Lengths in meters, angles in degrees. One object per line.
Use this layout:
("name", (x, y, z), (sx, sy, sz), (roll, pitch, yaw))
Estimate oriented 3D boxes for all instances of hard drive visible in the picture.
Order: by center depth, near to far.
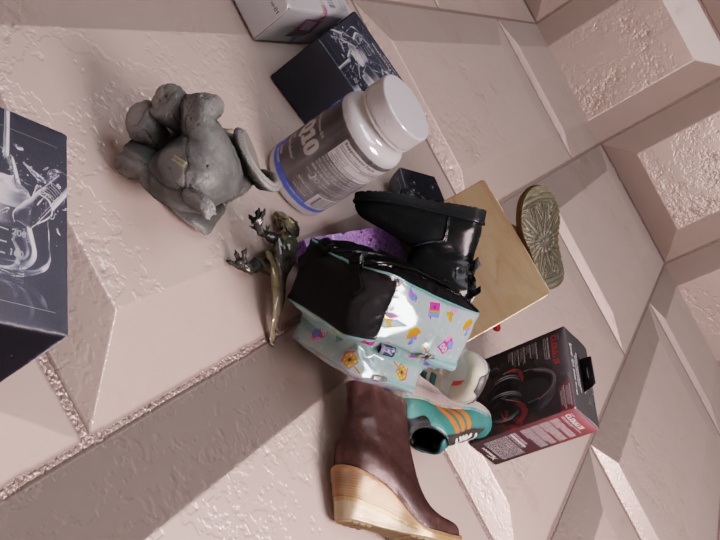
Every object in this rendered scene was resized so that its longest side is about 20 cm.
("hard drive", (0.116, -0.070, 1.281), (0.135, 0.042, 0.201), (3, 65, -56))

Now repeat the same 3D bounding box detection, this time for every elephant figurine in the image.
("elephant figurine", (-0.157, -0.114, 0.842), (0.200, 0.141, 0.156), (30, 70, -65))

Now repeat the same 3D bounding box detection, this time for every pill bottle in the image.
("pill bottle", (-0.016, -0.166, 1.008), (0.114, 0.199, 0.114), (36, 39, -36))

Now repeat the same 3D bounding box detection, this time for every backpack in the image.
("backpack", (0.031, 0.057, 0.889), (0.199, 0.175, 0.154), (13, 94, -37))

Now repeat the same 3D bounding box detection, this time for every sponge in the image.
("sponge", (0.000, 0.000, 1.037), (0.200, 0.030, 0.112), (-14, 80, -50))

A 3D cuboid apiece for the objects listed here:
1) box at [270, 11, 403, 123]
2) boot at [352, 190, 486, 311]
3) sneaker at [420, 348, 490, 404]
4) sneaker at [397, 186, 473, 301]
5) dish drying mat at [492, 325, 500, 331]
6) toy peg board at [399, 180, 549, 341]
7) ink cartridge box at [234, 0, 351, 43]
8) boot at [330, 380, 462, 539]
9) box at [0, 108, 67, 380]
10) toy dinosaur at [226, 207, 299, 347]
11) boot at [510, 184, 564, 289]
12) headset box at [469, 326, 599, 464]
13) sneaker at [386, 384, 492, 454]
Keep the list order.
("box", (-0.014, -0.277, 1.194), (0.200, 0.104, 0.182), (52, 33, -15))
("boot", (0.073, -0.016, 1.022), (0.073, 0.197, 0.163), (18, 83, -81))
("sneaker", (0.086, 0.114, 0.997), (0.093, 0.071, 0.200), (21, 6, -25))
("sneaker", (0.096, -0.028, 1.096), (0.072, 0.072, 0.201), (-7, 67, -49))
("dish drying mat", (0.203, 0.006, 1.316), (0.077, 0.018, 0.201), (-73, 142, -71))
("toy peg board", (0.149, 0.001, 1.173), (0.201, 0.198, 0.098), (60, -5, 5))
("ink cartridge box", (-0.118, -0.443, 1.190), (0.145, 0.084, 0.200), (62, 29, 2))
("boot", (0.052, 0.233, 0.899), (0.199, 0.072, 0.167), (29, 53, -32))
("box", (-0.321, -0.036, 0.528), (0.200, 0.104, 0.183), (21, 48, -48))
("toy dinosaur", (-0.110, -0.016, 0.903), (0.088, 0.047, 0.201), (44, 37, -38))
("boot", (0.242, -0.067, 1.229), (0.200, 0.066, 0.176), (-143, -140, -64))
("headset box", (0.264, 0.186, 1.144), (0.075, 0.199, 0.149), (40, 38, -32))
("sneaker", (0.108, 0.214, 1.023), (0.199, 0.071, 0.080), (21, 50, -37))
